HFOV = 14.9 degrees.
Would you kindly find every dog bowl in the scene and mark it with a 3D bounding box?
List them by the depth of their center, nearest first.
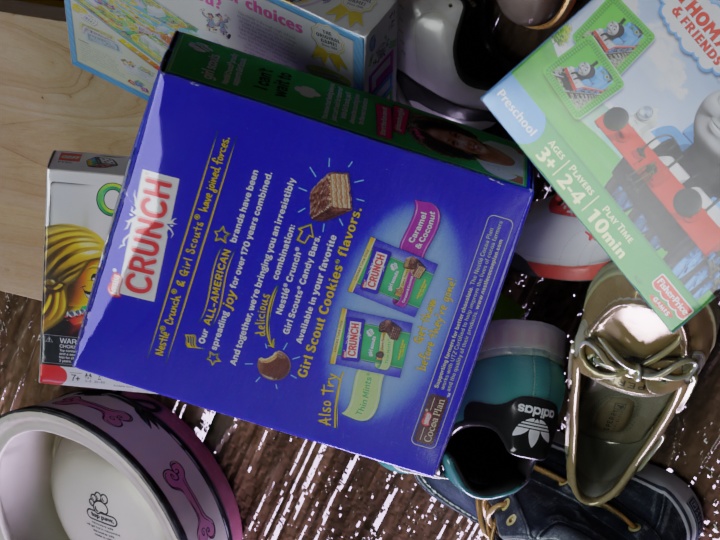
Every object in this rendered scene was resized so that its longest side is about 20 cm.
[{"bbox_3d":[-0.164,0.166,1.846,0.199,0.074,0.201,23,129,31],"label":"dog bowl"}]

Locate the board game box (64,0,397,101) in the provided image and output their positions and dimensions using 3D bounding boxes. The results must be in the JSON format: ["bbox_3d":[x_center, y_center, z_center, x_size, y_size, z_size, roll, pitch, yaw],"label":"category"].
[{"bbox_3d":[-0.072,-0.128,1.485,0.199,0.034,0.135,27,146,19],"label":"board game box"}]

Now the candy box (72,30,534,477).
[{"bbox_3d":[-0.030,-0.008,1.417,0.199,0.077,0.170,17,109,-5],"label":"candy box"}]

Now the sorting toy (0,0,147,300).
[{"bbox_3d":[-0.160,-0.076,1.689,0.199,0.070,0.200,12,123,36],"label":"sorting toy"}]

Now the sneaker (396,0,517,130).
[{"bbox_3d":[0.022,-0.160,1.477,0.080,0.074,0.201,-19,111,43],"label":"sneaker"}]

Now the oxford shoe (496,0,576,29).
[{"bbox_3d":[0.072,-0.209,1.390,0.071,0.073,0.201,15,125,34],"label":"oxford shoe"}]

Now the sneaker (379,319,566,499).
[{"bbox_3d":[0.052,0.092,1.525,0.200,0.071,0.080,138,139,-62],"label":"sneaker"}]

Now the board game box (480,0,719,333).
[{"bbox_3d":[0.180,-0.091,1.329,0.200,0.037,0.152,-41,85,17],"label":"board game box"}]

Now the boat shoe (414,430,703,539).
[{"bbox_3d":[0.091,0.137,1.581,0.199,0.091,0.071,12,124,37],"label":"boat shoe"}]

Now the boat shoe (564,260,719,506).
[{"bbox_3d":[0.142,0.060,1.458,0.073,0.063,0.201,16,152,0],"label":"boat shoe"}]

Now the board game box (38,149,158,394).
[{"bbox_3d":[-0.072,0.007,1.486,0.198,0.035,0.127,5,113,1],"label":"board game box"}]

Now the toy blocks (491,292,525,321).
[{"bbox_3d":[0.000,0.000,1.586,0.200,0.100,0.137,36,147,11],"label":"toy blocks"}]

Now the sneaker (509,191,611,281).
[{"bbox_3d":[0.148,-0.054,1.428,0.200,0.067,0.109,3,116,37],"label":"sneaker"}]
